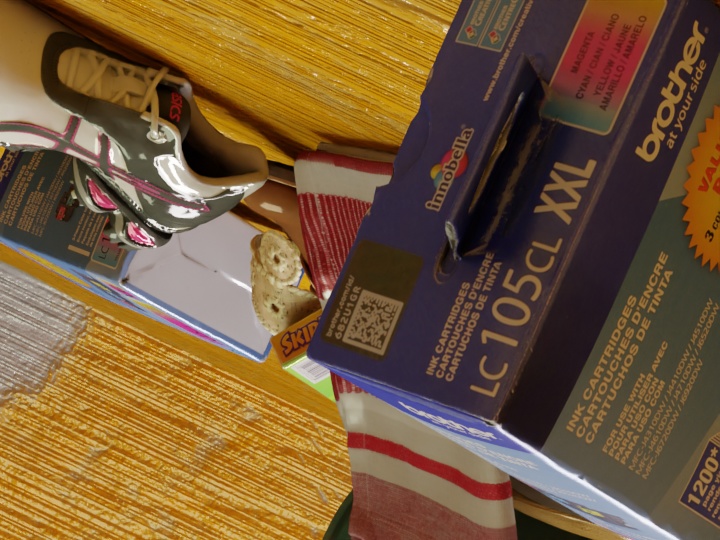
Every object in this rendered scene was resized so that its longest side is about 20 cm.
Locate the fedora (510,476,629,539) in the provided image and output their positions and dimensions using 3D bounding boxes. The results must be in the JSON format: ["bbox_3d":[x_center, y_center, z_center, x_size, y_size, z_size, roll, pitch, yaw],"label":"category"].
[{"bbox_3d":[0.123,0.068,1.366,0.200,0.082,0.201,15,-166,-4],"label":"fedora"}]

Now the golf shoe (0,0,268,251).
[{"bbox_3d":[-0.128,-0.085,1.357,0.088,0.077,0.200,-14,144,35],"label":"golf shoe"}]

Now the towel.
[{"bbox_3d":[0.021,0.045,1.307,0.023,0.201,0.144,-15,-167,-25],"label":"towel"}]

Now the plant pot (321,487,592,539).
[{"bbox_3d":[0.103,0.186,1.419,0.200,0.200,0.188,29,170,-32],"label":"plant pot"}]

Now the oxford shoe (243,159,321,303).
[{"bbox_3d":[0.000,0.000,1.472,0.071,0.071,0.200,22,171,44],"label":"oxford shoe"}]

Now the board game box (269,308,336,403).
[{"bbox_3d":[0.026,0.051,1.708,0.030,0.095,0.200,65,-169,26],"label":"board game box"}]

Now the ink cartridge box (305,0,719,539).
[{"bbox_3d":[0.071,-0.004,0.827,0.076,0.137,0.200,18,171,40],"label":"ink cartridge box"}]

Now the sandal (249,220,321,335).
[{"bbox_3d":[-0.029,0.010,1.665,0.077,0.070,0.212,24,174,14],"label":"sandal"}]

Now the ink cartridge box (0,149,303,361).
[{"bbox_3d":[-0.149,-0.021,1.812,0.136,0.076,0.200,31,174,-41],"label":"ink cartridge box"}]
